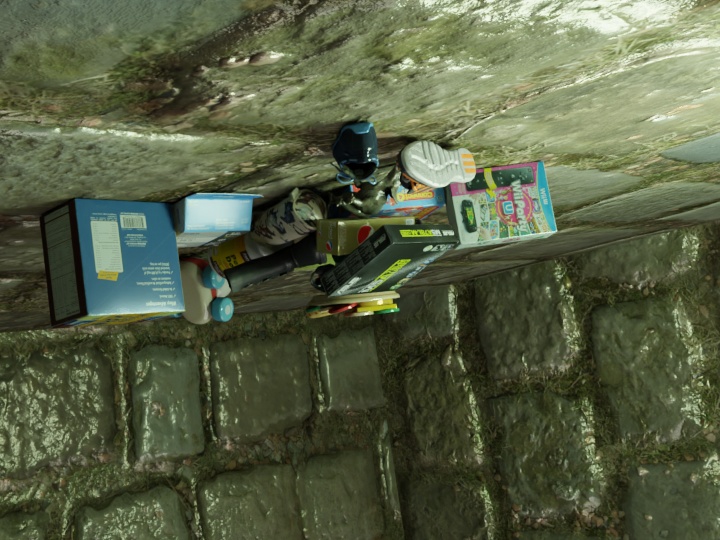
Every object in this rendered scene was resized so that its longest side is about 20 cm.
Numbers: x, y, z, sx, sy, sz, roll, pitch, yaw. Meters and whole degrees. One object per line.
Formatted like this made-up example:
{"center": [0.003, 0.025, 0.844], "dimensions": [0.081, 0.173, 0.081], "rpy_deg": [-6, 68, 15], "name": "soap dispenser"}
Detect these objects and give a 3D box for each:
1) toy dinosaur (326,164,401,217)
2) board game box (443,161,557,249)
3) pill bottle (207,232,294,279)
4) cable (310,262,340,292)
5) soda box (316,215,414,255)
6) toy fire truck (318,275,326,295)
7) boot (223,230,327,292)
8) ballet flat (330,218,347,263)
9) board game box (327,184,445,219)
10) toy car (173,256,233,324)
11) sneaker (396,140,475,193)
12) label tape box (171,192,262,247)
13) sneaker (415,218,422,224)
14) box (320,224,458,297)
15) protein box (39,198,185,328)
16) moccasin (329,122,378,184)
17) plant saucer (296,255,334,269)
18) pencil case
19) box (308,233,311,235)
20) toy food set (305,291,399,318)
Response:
{"center": [0.005, -0.127, 1.608], "dimensions": [0.102, 0.078, 0.200], "rpy_deg": [20, 144, -30], "name": "toy dinosaur"}
{"center": [0.273, -0.129, 1.725], "dimensions": [0.198, 0.149, 0.064], "rpy_deg": [-8, 171, -10], "name": "board game box"}
{"center": [-0.235, -0.049, 1.888], "dimensions": [0.109, 0.110, 0.199], "rpy_deg": [-2, 170, -45], "name": "pill bottle"}
{"center": [0.000, 0.000, 1.785], "dimensions": [0.162, 0.051, 0.199], "rpy_deg": [-26, 160, 28], "name": "cable"}
{"center": [0.011, -0.069, 1.662], "dimensions": [0.199, 0.065, 0.067], "rpy_deg": [-5, -171, -41], "name": "soda box"}
{"center": [-0.033, -0.005, 2.114], "dimensions": [0.175, 0.202, 0.129], "rpy_deg": [-9, 174, 1], "name": "toy fire truck"}
{"center": [-0.172, -0.016, 1.727], "dimensions": [0.198, 0.066, 0.165], "rpy_deg": [-15, 174, -10], "name": "boot"}
{"center": [-0.032, -0.054, 1.778], "dimensions": [0.067, 0.064, 0.200], "rpy_deg": [0, 164, 11], "name": "ballet flat"}
{"center": [0.047, -0.132, 1.789], "dimensions": [0.194, 0.056, 0.200], "rpy_deg": [-6, 173, -17], "name": "board game box"}
{"center": [-0.395, 0.022, 2.261], "dimensions": [0.183, 0.178, 0.200], "rpy_deg": [2, -153, 25], "name": "toy car"}
{"center": [0.100, -0.162, 1.461], "dimensions": [0.111, 0.078, 0.199], "rpy_deg": [-15, 170, 37], "name": "sneaker"}
{"center": [-0.290, -0.093, 1.644], "dimensions": [0.142, 0.067, 0.199], "rpy_deg": [-3, 173, -39], "name": "label tape box"}
{"center": [0.072, -0.074, 1.808], "dimensions": [0.112, 0.078, 0.199], "rpy_deg": [-35, 148, 23], "name": "sneaker"}
{"center": [0.055, -0.019, 1.640], "dimensions": [0.192, 0.048, 0.200], "rpy_deg": [-6, 154, -47], "name": "box"}
{"center": [-0.441, -0.011, 1.553], "dimensions": [0.134, 0.202, 0.198], "rpy_deg": [-15, 171, 43], "name": "protein box"}
{"center": [-0.010, -0.170, 1.353], "dimensions": [0.080, 0.069, 0.200], "rpy_deg": [-9, 173, 1], "name": "moccasin"}
{"center": [-0.042, -0.050, 1.945], "dimensions": [0.198, 0.048, 0.200], "rpy_deg": [-2, 168, -27], "name": "plant saucer"}
{"center": [-0.147, -0.103, 1.705], "dimensions": [0.078, 0.090, 0.199], "rpy_deg": [-39, -167, -35], "name": "pencil case"}
{"center": [-0.018, -0.100, 2.002], "dimensions": [0.198, 0.046, 0.159], "rpy_deg": [-9, 173, 3], "name": "box"}
{"center": [-0.016, 0.069, 1.799], "dimensions": [0.198, 0.049, 0.198], "rpy_deg": [-5, 179, -8], "name": "toy food set"}
